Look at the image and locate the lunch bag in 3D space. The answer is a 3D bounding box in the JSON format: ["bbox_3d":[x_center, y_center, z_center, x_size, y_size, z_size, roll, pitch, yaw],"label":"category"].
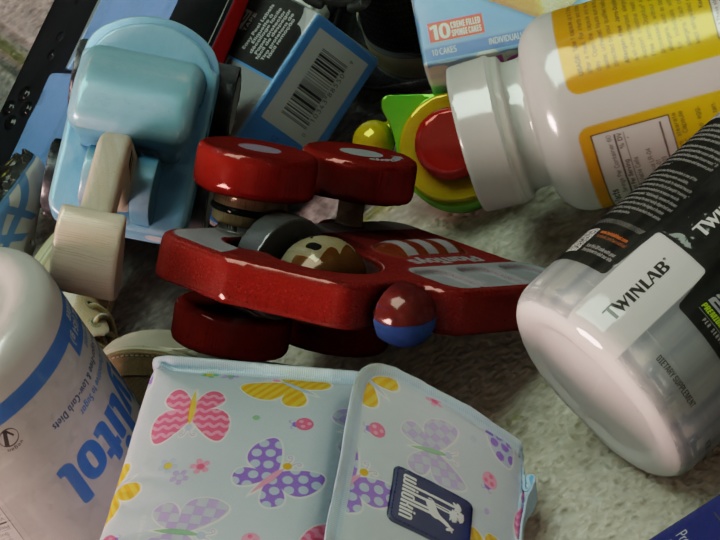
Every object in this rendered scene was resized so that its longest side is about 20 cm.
[{"bbox_3d":[-0.020,0.136,1.306,0.199,0.127,0.170,6,46,9],"label":"lunch bag"}]

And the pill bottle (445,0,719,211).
[{"bbox_3d":[0.153,-0.097,1.458,0.199,0.113,0.113,-16,37,9],"label":"pill bottle"}]

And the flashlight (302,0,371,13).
[{"bbox_3d":[0.008,-0.249,1.655,0.068,0.068,0.200,120,172,-50],"label":"flashlight"}]

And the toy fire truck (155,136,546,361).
[{"bbox_3d":[0.000,0.000,1.422,0.168,0.113,0.200,17,12,40],"label":"toy fire truck"}]

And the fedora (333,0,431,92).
[{"bbox_3d":[0.047,-0.207,1.707,0.200,0.092,0.201,-20,37,16],"label":"fedora"}]

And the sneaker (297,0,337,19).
[{"bbox_3d":[-0.098,-0.232,1.816,0.079,0.130,0.199,-37,35,-7],"label":"sneaker"}]

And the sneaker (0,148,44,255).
[{"bbox_3d":[-0.228,0.020,1.631,0.072,0.072,0.201,-23,45,55],"label":"sneaker"}]

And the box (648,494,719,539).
[{"bbox_3d":[0.211,0.133,1.225,0.200,0.032,0.121,-32,35,-2],"label":"box"}]

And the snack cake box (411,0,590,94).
[{"bbox_3d":[0.128,-0.180,1.559,0.199,0.067,0.115,-12,73,5],"label":"snack cake box"}]

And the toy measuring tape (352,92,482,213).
[{"bbox_3d":[0.094,-0.070,1.546,0.199,0.074,0.074,-2,41,10],"label":"toy measuring tape"}]

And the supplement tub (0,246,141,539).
[{"bbox_3d":[-0.176,0.098,1.409,0.132,0.200,0.132,-20,37,16],"label":"supplement tub"}]

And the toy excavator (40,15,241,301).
[{"bbox_3d":[-0.134,-0.064,1.490,0.099,0.200,0.195,11,75,2],"label":"toy excavator"}]

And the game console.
[{"bbox_3d":[-0.159,-0.119,1.687,0.200,0.031,0.177,7,73,50],"label":"game console"}]

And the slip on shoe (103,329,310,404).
[{"bbox_3d":[-0.081,0.085,1.471,0.199,0.076,0.061,11,52,34],"label":"slip on shoe"}]

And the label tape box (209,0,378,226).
[{"bbox_3d":[-0.096,-0.115,1.691,0.200,0.066,0.144,32,89,50],"label":"label tape box"}]

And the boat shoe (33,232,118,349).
[{"bbox_3d":[-0.173,0.050,1.584,0.065,0.072,0.200,-1,47,24],"label":"boat shoe"}]

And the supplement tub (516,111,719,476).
[{"bbox_3d":[0.185,-0.003,1.330,0.200,0.123,0.122,-42,36,-13],"label":"supplement tub"}]
